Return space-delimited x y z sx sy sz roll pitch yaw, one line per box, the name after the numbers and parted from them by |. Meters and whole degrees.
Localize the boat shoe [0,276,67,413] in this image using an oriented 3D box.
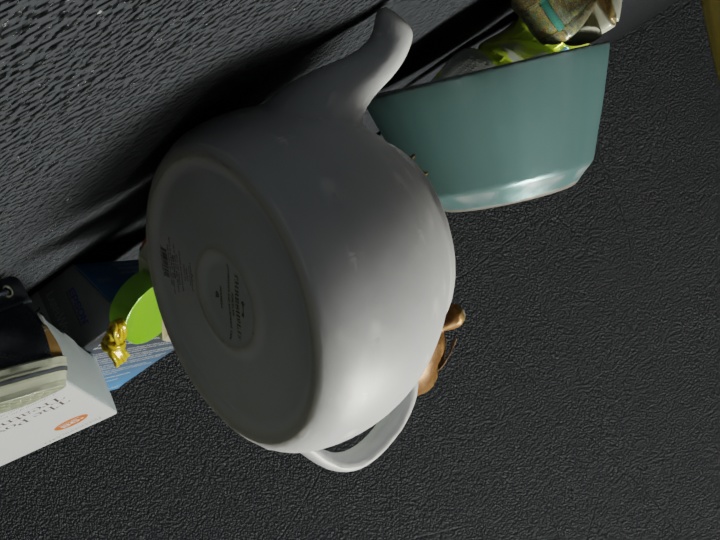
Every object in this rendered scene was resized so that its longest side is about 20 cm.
-0.218 0.044 0.461 0.199 0.063 0.074 -14 173 -40 | boat shoe

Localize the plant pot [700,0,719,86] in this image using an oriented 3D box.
0.323 -0.221 0.710 0.200 0.177 0.199 -42 -163 -35 | plant pot

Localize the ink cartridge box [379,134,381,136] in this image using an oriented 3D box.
0.062 -0.161 1.407 0.162 0.050 0.200 -33 178 -39 | ink cartridge box

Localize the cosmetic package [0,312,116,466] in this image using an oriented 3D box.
-0.272 0.104 0.733 0.199 0.052 0.151 -24 169 -5 | cosmetic package

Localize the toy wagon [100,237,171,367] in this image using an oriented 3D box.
-0.096 -0.010 0.743 0.200 0.039 0.156 -35 149 -34 | toy wagon

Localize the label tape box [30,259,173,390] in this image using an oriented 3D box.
-0.183 0.033 0.876 0.199 0.064 0.144 -32 168 27 | label tape box

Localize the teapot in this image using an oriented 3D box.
-0.016 -0.002 0.628 0.145 0.198 0.200 -20 165 -36 | teapot

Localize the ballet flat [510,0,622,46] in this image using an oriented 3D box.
0.173 -0.211 0.887 0.070 0.071 0.200 -32 -178 31 | ballet flat

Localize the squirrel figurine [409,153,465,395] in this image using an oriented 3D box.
0.000 0.000 0.869 0.141 0.201 0.187 -20 -144 -7 | squirrel figurine

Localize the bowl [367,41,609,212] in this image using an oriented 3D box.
0.108 -0.110 0.906 0.199 0.106 0.201 -12 -171 2 | bowl

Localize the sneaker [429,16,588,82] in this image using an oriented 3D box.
0.144 -0.190 1.052 0.199 0.076 0.105 -33 -179 17 | sneaker
